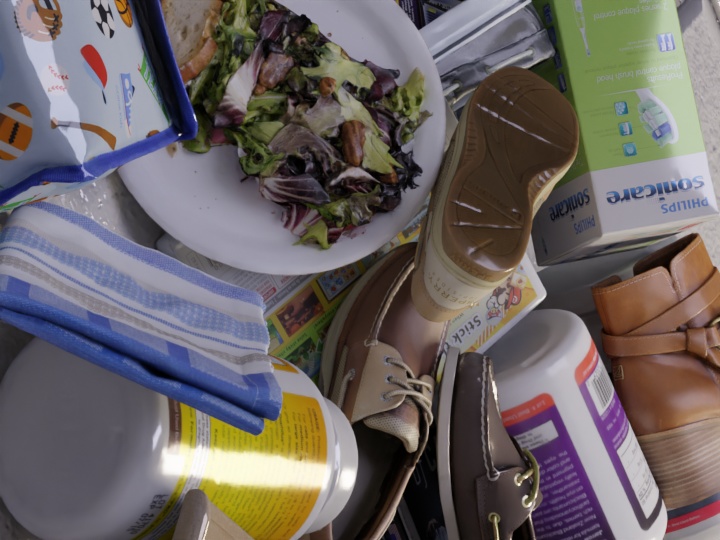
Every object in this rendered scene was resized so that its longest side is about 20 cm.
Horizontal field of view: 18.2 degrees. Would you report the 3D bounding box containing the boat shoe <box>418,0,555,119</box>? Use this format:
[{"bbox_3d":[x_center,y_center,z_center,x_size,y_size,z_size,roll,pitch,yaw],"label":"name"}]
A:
[{"bbox_3d":[0.037,-0.102,1.364,0.071,0.200,0.072,53,-11,1],"label":"boat shoe"}]

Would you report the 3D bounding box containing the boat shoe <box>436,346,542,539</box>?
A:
[{"bbox_3d":[0.079,0.136,1.327,0.072,0.059,0.201,-61,149,-62],"label":"boat shoe"}]

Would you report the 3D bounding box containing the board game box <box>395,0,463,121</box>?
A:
[{"bbox_3d":[0.036,-0.152,1.495,0.165,0.056,0.202,13,66,-53],"label":"board game box"}]

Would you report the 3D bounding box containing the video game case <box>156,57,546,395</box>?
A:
[{"bbox_3d":[0.000,0.000,1.310,0.200,0.023,0.183,-40,115,-23],"label":"video game case"}]

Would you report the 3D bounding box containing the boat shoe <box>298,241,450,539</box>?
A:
[{"bbox_3d":[0.013,0.081,1.270,0.075,0.072,0.201,27,79,-32],"label":"boat shoe"}]

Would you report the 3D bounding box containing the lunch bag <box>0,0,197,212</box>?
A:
[{"bbox_3d":[-0.161,-0.123,1.108,0.200,0.123,0.171,-34,106,-71],"label":"lunch bag"}]

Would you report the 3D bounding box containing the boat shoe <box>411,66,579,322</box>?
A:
[{"bbox_3d":[0.071,-0.048,1.291,0.071,0.065,0.200,35,39,-4],"label":"boat shoe"}]

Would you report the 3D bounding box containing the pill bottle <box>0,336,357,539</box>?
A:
[{"bbox_3d":[-0.087,0.090,1.140,0.199,0.109,0.110,15,64,-55],"label":"pill bottle"}]

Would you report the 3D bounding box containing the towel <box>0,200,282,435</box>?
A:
[{"bbox_3d":[-0.106,0.017,1.068,0.146,0.024,0.200,24,10,-9],"label":"towel"}]

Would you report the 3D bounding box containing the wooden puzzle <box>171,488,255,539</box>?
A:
[{"bbox_3d":[-0.086,0.219,1.092,0.200,0.046,0.186,59,44,-62],"label":"wooden puzzle"}]

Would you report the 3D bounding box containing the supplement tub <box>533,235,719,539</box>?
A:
[{"bbox_3d":[0.195,0.089,1.565,0.140,0.140,0.201,-35,107,-57],"label":"supplement tub"}]

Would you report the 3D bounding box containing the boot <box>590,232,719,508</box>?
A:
[{"bbox_3d":[0.240,0.049,1.479,0.199,0.077,0.156,-23,95,-28],"label":"boot"}]

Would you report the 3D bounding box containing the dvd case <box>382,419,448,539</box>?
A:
[{"bbox_3d":[0.055,0.143,1.428,0.150,0.025,0.201,-38,110,-57],"label":"dvd case"}]

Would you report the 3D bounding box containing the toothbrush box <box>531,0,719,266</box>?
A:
[{"bbox_3d":[0.152,-0.115,1.460,0.146,0.085,0.202,146,-66,-76],"label":"toothbrush box"}]

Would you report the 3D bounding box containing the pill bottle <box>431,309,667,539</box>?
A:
[{"bbox_3d":[0.127,0.136,1.417,0.201,0.111,0.111,65,32,-17],"label":"pill bottle"}]

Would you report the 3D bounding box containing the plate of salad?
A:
[{"bbox_3d":[-0.045,-0.096,1.247,0.198,0.048,0.202,5,69,-13],"label":"plate of salad"}]
